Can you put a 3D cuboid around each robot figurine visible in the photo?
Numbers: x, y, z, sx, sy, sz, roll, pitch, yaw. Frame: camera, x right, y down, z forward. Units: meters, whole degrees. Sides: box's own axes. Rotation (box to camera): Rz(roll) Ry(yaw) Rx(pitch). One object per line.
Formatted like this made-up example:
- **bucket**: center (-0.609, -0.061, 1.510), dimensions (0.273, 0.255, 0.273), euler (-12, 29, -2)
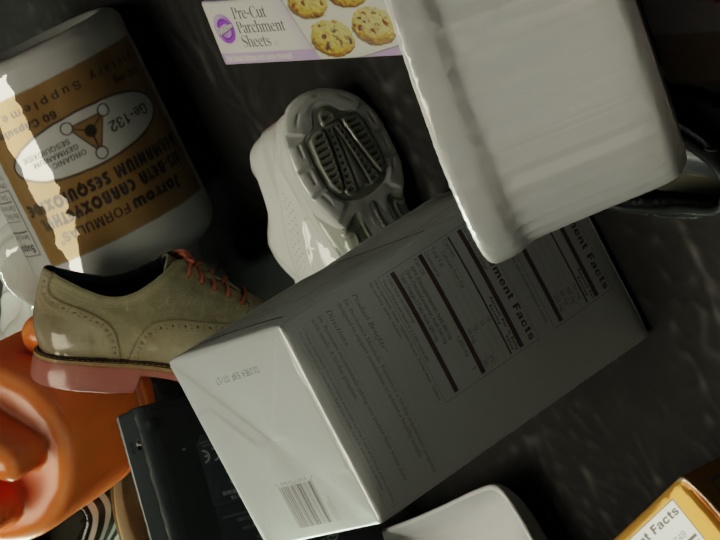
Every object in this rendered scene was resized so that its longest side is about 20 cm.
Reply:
- **robot figurine**: center (-0.197, 0.094, 1.738), dimensions (0.116, 0.200, 0.144), euler (-9, 100, 23)

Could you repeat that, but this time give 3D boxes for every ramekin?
- **ramekin**: center (0.072, -0.112, 1.235), dimensions (0.200, 0.097, 0.201), euler (-17, -90, -82)

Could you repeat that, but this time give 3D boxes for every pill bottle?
- **pill bottle**: center (-0.152, -0.043, 1.668), dimensions (0.114, 0.114, 0.200), euler (-11, 108, 54)

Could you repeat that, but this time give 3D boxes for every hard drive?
- **hard drive**: center (-0.050, 0.164, 1.635), dimensions (0.033, 0.139, 0.201), euler (-27, 76, 55)

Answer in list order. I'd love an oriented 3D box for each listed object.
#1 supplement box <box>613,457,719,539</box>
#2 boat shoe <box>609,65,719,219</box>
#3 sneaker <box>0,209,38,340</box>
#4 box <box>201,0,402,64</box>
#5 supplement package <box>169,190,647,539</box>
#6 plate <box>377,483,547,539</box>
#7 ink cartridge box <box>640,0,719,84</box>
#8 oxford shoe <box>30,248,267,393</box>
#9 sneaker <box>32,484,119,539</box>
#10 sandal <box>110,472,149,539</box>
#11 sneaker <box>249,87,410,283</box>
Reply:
- **supplement box**: center (0.139, 0.180, 1.467), dimensions (0.200, 0.066, 0.069), euler (-45, 74, 31)
- **boat shoe**: center (0.106, -0.063, 1.345), dimensions (0.199, 0.066, 0.075), euler (19, 132, 27)
- **sneaker**: center (-0.201, -0.004, 1.814), dimensions (0.200, 0.075, 0.089), euler (97, 163, -60)
- **box**: center (-0.005, -0.135, 1.478), dimensions (0.200, 0.039, 0.042), euler (3, 119, 50)
- **supplement package**: center (0.027, 0.039, 1.434), dimensions (0.114, 0.200, 0.110), euler (-18, 101, 56)
- **plate**: center (0.087, 0.222, 1.655), dimensions (0.200, 0.032, 0.199), euler (59, 145, -1)
- **ink cartridge box**: center (0.178, -0.181, 1.183), dimensions (0.165, 0.075, 0.200), euler (1, 118, 50)
- **oxford shoe**: center (-0.087, 0.026, 1.601), dimensions (0.070, 0.199, 0.075), euler (-130, 38, -73)
- **sneaker**: center (-0.196, 0.178, 1.897), dimensions (0.076, 0.115, 0.201), euler (50, 148, 11)
- **sandal**: center (-0.102, 0.193, 1.787), dimensions (0.054, 0.080, 0.201), euler (127, 133, -58)
- **sneaker**: center (0.000, 0.000, 1.562), dimensions (0.099, 0.078, 0.201), euler (-21, 91, 62)
